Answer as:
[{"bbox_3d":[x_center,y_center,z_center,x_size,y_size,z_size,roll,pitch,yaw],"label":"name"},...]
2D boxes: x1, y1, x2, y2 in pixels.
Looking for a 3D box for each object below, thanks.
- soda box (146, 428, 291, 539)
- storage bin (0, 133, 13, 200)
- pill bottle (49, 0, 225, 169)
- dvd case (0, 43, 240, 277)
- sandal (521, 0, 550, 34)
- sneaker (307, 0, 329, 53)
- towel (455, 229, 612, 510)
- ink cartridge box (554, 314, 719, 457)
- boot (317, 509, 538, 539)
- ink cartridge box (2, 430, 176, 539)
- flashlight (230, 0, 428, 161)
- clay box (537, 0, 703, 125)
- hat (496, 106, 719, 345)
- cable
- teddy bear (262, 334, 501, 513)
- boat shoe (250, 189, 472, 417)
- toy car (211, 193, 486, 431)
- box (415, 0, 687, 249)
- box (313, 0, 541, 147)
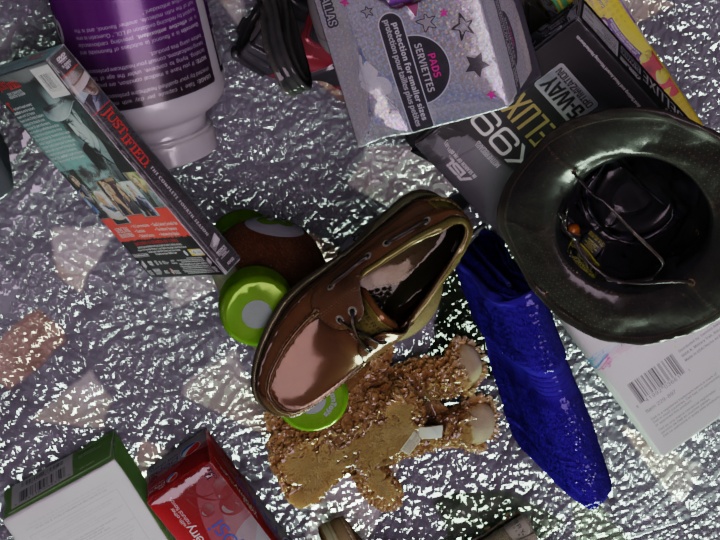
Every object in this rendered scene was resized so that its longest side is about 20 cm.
[{"bbox_3d":[-0.093,0.230,1.675,0.063,0.070,0.200,-34,110,5],"label":"soda box"},{"bbox_3d":[-0.351,-0.085,1.505,0.200,0.146,0.134,-28,120,2],"label":"storage bin"},{"bbox_3d":[-0.165,-0.177,1.506,0.112,0.112,0.200,-14,109,-3],"label":"pill bottle"},{"bbox_3d":[-0.182,-0.075,1.501,0.022,0.146,0.200,-47,108,-20],"label":"dvd case"},{"bbox_3d":[0.069,-0.200,1.566,0.201,0.057,0.080,32,107,-2],"label":"sandal"},{"bbox_3d":[-0.036,-0.253,1.491,0.100,0.075,0.200,-3,87,-40],"label":"sneaker"},{"bbox_3d":[0.131,0.078,1.613,0.050,0.148,0.200,-24,113,-4],"label":"towel"},{"bbox_3d":[0.234,0.022,1.643,0.145,0.088,0.200,-36,110,4],"label":"ink cartridge box"},{"bbox_3d":[0.071,0.243,1.701,0.155,0.072,0.200,-35,118,5],"label":"boot"},{"bbox_3d":[-0.194,0.242,1.670,0.104,0.059,0.200,-29,110,2],"label":"ink cartridge box"},{"bbox_3d":[0.000,-0.141,1.571,0.200,0.068,0.068,30,105,-22],"label":"flashlight"},{"bbox_3d":[0.179,-0.179,1.553,0.048,0.115,0.200,-37,109,4],"label":"clay box"},{"bbox_3d":[0.201,-0.046,1.451,0.200,0.081,0.201,13,127,18],"label":"hat"},{"bbox_3d":[-0.078,-0.213,1.494,0.050,0.097,0.200,-16,81,10],"label":"cable"},{"bbox_3d":[0.017,0.121,1.665,0.200,0.067,0.145,-33,119,-3],"label":"teddy bear"},{"bbox_3d":[-0.001,0.025,1.452,0.072,0.068,0.200,39,90,-23],"label":"boat shoe"},{"bbox_3d":[0.000,0.000,1.558,0.200,0.164,0.158,-30,110,4],"label":"toy car"},{"bbox_3d":[0.164,-0.077,1.513,0.158,0.050,0.200,-37,107,24],"label":"box"},{"bbox_3d":[0.036,-0.201,1.392,0.115,0.132,0.200,-14,100,18],"label":"box"}]
